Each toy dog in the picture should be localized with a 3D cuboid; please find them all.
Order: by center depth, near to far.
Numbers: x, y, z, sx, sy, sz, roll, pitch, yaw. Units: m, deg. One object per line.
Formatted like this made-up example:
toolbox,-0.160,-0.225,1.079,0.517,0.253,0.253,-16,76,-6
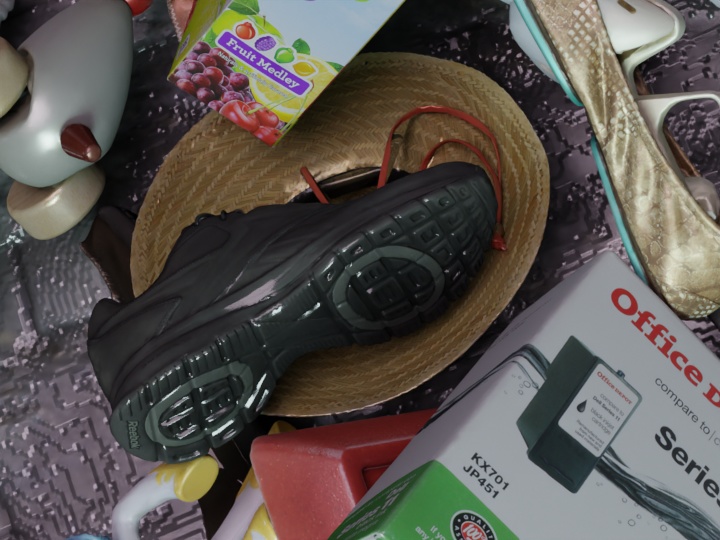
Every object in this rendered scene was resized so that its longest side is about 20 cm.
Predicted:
toy dog,-0.117,-0.110,1.408,0.096,0.132,0.200,13,79,50

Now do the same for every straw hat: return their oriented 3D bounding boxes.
straw hat,0.000,0.000,1.372,0.201,0.085,0.201,-6,60,12

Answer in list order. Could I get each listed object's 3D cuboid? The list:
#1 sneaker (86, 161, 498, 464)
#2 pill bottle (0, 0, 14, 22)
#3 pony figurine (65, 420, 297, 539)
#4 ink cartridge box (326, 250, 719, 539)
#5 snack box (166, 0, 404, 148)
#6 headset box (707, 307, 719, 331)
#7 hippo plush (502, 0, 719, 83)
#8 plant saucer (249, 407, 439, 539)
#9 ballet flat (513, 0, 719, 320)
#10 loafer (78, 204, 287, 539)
sneaker,-0.035,0.000,1.292,0.200,0.076,0.091,-28,48,-6
pill bottle,-0.231,-0.062,1.453,0.104,0.104,0.200,12,82,20
pony figurine,-0.085,0.186,1.307,0.200,0.166,0.193,-42,48,18
ink cartridge box,0.087,0.109,1.228,0.147,0.083,0.200,45,50,-4
snack box,0.003,-0.180,1.332,0.068,0.169,0.200,32,128,-17
headset box,0.269,0.049,1.285,0.149,0.075,0.200,-40,70,7
hippo plush,0.111,-0.160,1.329,0.161,0.159,0.200,-32,106,21
plant saucer,0.069,0.146,1.276,0.037,0.199,0.200,-41,63,49
ballet flat,0.121,-0.077,1.271,0.065,0.071,0.200,-25,98,15
loafer,-0.088,0.058,1.398,0.071,0.073,0.200,-34,70,9
